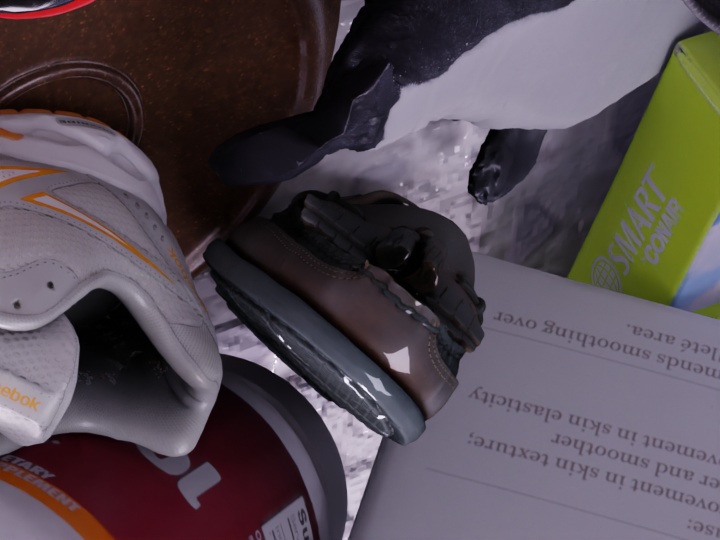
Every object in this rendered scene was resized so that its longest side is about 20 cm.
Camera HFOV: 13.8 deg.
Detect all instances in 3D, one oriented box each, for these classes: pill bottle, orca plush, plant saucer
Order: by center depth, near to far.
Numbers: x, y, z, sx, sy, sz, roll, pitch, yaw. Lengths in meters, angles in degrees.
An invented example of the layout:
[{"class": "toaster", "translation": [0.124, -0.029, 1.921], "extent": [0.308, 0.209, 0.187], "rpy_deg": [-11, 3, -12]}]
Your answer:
[{"class": "plant saucer", "translation": [-0.086, -0.041, 0.776], "extent": [0.200, 0.034, 0.200], "rpy_deg": [-22, 141, -19]}, {"class": "orca plush", "translation": [0.023, -0.071, 0.795], "extent": [0.200, 0.071, 0.105], "rpy_deg": [-33, 154, -42]}, {"class": "pill bottle", "translation": [-0.075, 0.084, 0.798], "extent": [0.113, 0.113, 0.200], "rpy_deg": [-52, 173, 20]}]

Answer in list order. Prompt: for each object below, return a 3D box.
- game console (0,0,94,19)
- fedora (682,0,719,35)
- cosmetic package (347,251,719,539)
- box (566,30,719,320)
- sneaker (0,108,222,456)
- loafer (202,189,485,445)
[{"class": "game console", "translation": [-0.067, -0.153, 0.596], "extent": [0.200, 0.031, 0.177], "rpy_deg": [-37, 118, 26]}, {"class": "fedora", "translation": [0.169, -0.125, 0.764], "extent": [0.200, 0.090, 0.177], "rpy_deg": [-31, 141, -26]}, {"class": "cosmetic package", "translation": [0.069, 0.134, 0.868], "extent": [0.167, 0.200, 0.166], "rpy_deg": [16, 138, 5]}, {"class": "box", "translation": [0.129, -0.019, 0.919], "extent": [0.122, 0.048, 0.200], "rpy_deg": [-19, 150, -30]}, {"class": "sneaker", "translation": [-0.110, -0.001, 0.697], "extent": [0.200, 0.092, 0.076], "rpy_deg": [7, 125, -41]}, {"class": "loafer", "translation": [0.000, 0.000, 0.801], "extent": [0.063, 0.072, 0.200], "rpy_deg": [-47, -175, -4]}]
